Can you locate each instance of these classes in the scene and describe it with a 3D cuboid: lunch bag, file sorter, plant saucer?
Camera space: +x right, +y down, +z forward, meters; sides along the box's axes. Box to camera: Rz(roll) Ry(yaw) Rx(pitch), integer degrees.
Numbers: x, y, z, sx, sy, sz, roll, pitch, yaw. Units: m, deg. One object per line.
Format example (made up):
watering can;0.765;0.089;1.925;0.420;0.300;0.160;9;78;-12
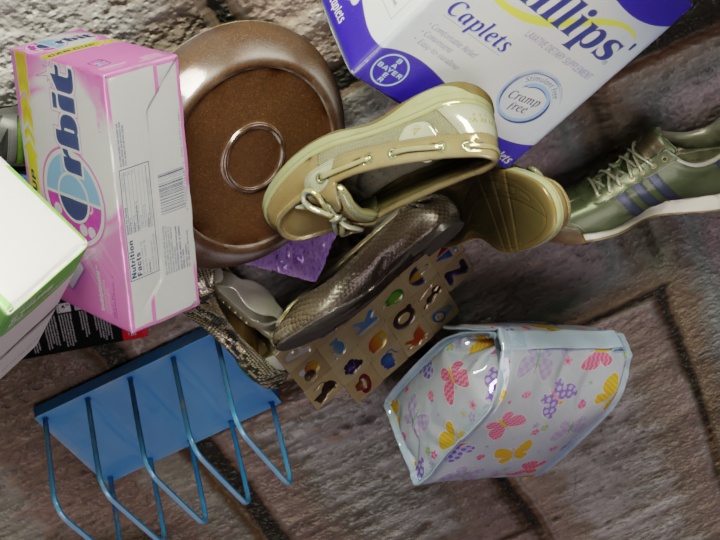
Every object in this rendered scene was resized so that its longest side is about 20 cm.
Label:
lunch bag;0.146;0.113;1.452;0.169;0.128;0.200;0;147;-33
file sorter;-0.180;0.168;1.406;0.199;0.123;0.139;-26;139;8
plant saucer;-0.089;-0.091;1.155;0.199;0.032;0.201;-17;121;-31

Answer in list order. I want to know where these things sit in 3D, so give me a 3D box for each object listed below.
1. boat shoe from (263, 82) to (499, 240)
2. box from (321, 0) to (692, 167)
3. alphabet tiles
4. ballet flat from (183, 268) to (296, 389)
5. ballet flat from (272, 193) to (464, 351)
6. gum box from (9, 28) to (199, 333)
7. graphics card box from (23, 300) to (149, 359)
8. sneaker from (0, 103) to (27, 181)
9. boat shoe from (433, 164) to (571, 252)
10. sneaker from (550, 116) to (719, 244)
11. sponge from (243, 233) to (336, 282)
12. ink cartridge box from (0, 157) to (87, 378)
boat shoe;0.013;-0.067;1.107;0.200;0.063;0.073;-24;143;23
box;0.107;-0.204;1.115;0.183;0.105;0.200;26;122;-40
alphabet tiles;0.015;0.036;1.366;0.200;0.006;0.167;-41;139;-7
ballet flat;-0.097;0.048;1.339;0.075;0.068;0.200;-10;143;28
ballet flat;0.000;0.000;1.273;0.200;0.046;0.067;-38;167;16
gum box;-0.181;-0.060;1.069;0.066;0.113;0.201;-23;121;-40
graphics card box;-0.285;0.019;1.257;0.199;0.051;0.126;-12;139;-9
sneaker;-0.255;-0.105;1.130;0.199;0.071;0.083;16;110;-32
boat shoe;0.123;-0.054;1.247;0.063;0.074;0.200;-17;-177;-23
sneaker;0.249;-0.090;1.330;0.199;0.067;0.090;-12;131;-8
sponge;-0.095;-0.063;1.203;0.199;0.030;0.112;15;102;-40
ink cartridge box;-0.292;-0.005;1.073;0.084;0.145;0.200;-47;180;-33
